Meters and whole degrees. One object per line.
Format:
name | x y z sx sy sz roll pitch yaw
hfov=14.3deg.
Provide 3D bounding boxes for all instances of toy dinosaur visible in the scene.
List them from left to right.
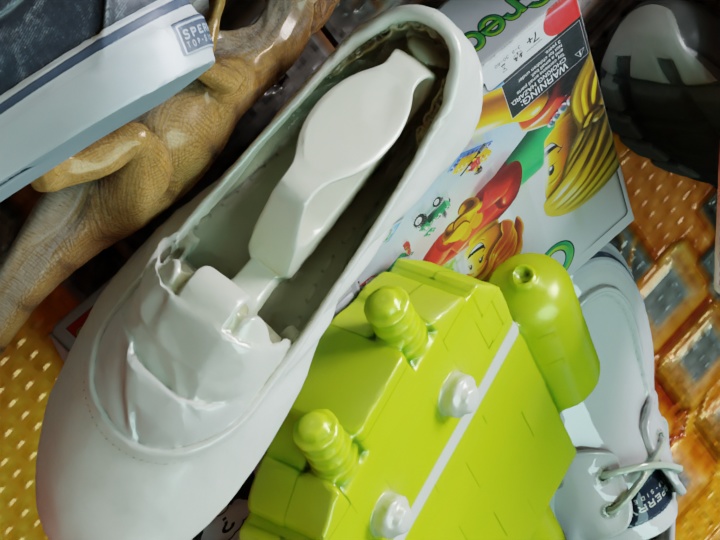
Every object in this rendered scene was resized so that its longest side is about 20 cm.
toy dinosaur | -0.075 -0.028 0.850 0.200 0.060 0.106 -46 140 -6

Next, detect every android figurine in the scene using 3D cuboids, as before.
android figurine | 0.021 0.077 0.948 0.183 0.041 0.200 -58 151 -22

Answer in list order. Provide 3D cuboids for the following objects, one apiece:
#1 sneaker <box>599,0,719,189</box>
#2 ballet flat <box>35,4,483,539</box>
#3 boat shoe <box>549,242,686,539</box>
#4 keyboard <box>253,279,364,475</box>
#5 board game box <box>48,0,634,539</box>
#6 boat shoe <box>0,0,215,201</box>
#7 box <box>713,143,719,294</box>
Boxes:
sneaker | 0.151 -0.060 1.041 0.200 0.075 0.080 34 74 -50
ballet flat | -0.032 -0.002 0.848 0.200 0.069 0.070 -53 140 -15
boat shoe | 0.094 0.075 1.071 0.073 0.067 0.201 -30 134 -23
keyboard | -0.007 0.072 0.970 0.056 0.011 0.200 -39 147 -16
board game box | 0.000 0.000 0.949 0.200 0.035 0.127 -40 144 -13
boat shoe | -0.142 -0.045 0.778 0.200 0.091 0.071 -31 179 9
box | 0.187 -0.083 0.952 0.094 0.102 0.201 17 73 -47
